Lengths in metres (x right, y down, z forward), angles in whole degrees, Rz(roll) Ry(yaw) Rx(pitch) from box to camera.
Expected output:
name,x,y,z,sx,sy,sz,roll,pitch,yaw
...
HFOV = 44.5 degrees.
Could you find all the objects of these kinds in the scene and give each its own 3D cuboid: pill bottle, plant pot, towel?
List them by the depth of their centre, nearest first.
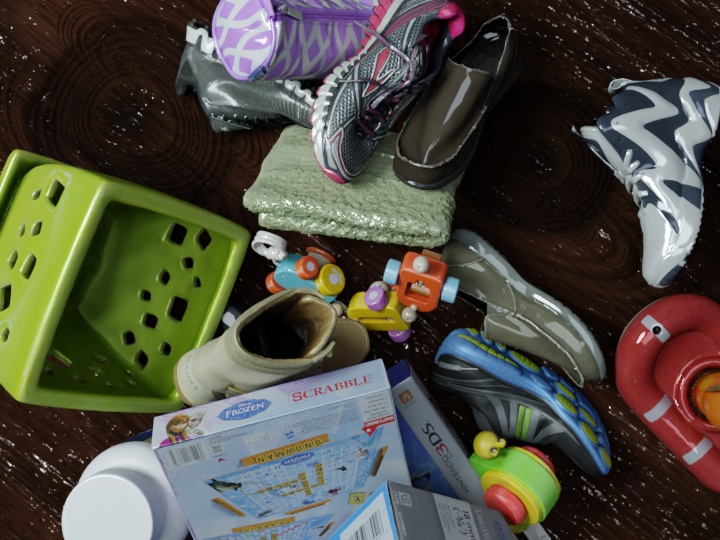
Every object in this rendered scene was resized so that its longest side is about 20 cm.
name,x,y,z,sx,sy,sz,roll,pitch,yaw
pill bottle,-0.199,0.211,0.828,0.109,0.200,0.113,0,89,6
plant pot,-0.254,0.004,0.831,0.180,0.199,0.201,24,93,35
towel,-0.001,-0.087,0.848,0.197,0.037,0.149,10,46,9

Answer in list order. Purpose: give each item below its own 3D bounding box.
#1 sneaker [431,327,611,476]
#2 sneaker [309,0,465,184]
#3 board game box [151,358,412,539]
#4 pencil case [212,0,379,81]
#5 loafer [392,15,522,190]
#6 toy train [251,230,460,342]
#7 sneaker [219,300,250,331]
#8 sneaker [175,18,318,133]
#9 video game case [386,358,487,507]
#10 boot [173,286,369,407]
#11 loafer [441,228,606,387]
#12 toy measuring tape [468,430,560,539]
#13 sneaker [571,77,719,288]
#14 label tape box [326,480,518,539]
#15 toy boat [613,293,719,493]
name,x,y,z,sx,sy,sz,roll,pitch,yaw
sneaker,0.157,0.135,0.861,0.198,0.071,0.083,33,115,4
sneaker,0.022,-0.170,0.801,0.074,0.080,0.202,22,82,37
board game box,-0.055,0.186,0.765,0.197,0.041,0.202,-13,123,-1
pencil case,-0.046,-0.222,0.816,0.085,0.199,0.085,-38,80,37
loafer,0.088,-0.165,0.829,0.072,0.072,0.201,22,66,21
toy train,0.000,0.000,0.848,0.197,0.151,0.056,15,58,11
sneaker,-0.089,0.120,0.881,0.083,0.072,0.200,-43,85,6
sneaker,-0.108,-0.170,0.887,0.199,0.066,0.091,31,101,17
video game case,0.012,0.215,0.851,0.199,0.046,0.182,-33,106,5
boot,-0.049,0.063,0.774,0.198,0.155,0.074,-6,72,-33
loafer,0.147,0.047,0.850,0.200,0.075,0.070,42,80,15
toy measuring tape,0.169,0.229,0.823,0.073,0.074,0.201,-34,104,5
sneaker,0.258,-0.092,0.838,0.128,0.079,0.202,12,91,8
label tape box,0.064,0.271,0.778,0.198,0.064,0.145,23,122,-30
toy boat,0.326,0.114,0.801,0.131,0.131,0.200,-45,85,4
